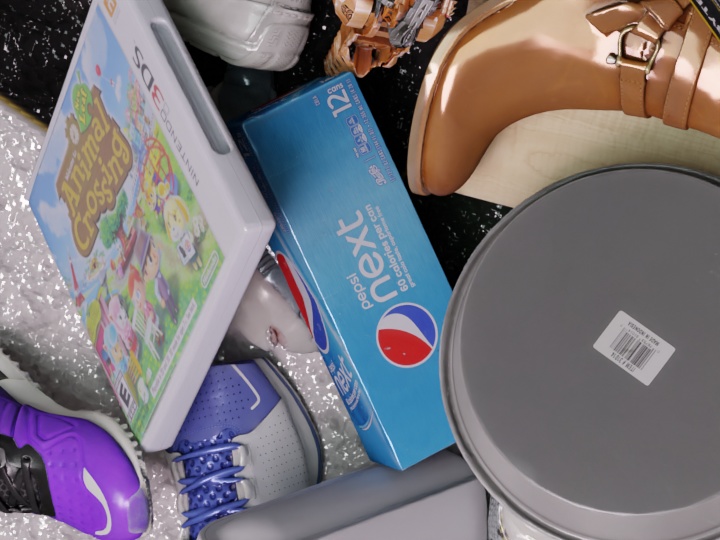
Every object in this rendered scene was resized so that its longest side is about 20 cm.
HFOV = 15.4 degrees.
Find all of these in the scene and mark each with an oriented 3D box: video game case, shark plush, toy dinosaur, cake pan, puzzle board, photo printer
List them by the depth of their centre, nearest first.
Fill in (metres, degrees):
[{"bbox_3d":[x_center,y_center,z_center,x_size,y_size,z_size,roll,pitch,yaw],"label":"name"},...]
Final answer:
[{"bbox_3d":[0.135,0.039,1.294,0.200,0.037,0.201,-2,75,9],"label":"cake pan"},{"bbox_3d":[0.014,-0.160,1.333,0.200,0.102,0.136,-32,45,42],"label":"toy dinosaur"},{"bbox_3d":[0.146,-0.092,1.376,0.200,0.017,0.151,15,104,16],"label":"puzzle board"},{"bbox_3d":[-0.017,0.193,1.384,0.069,0.200,0.167,13,108,39],"label":"photo printer"},{"bbox_3d":[-0.116,-0.033,1.392,0.182,0.022,0.200,62,147,27],"label":"video game case"},{"bbox_3d":[-0.053,-0.056,1.450,0.083,0.091,0.201,2,80,0],"label":"shark plush"}]

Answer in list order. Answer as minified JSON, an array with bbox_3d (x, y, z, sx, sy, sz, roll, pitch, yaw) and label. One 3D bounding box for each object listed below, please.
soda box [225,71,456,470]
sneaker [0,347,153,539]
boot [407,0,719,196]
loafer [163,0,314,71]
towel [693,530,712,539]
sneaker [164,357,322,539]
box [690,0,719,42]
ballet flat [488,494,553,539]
[{"bbox_3d":[0.000,0.000,1.395,0.068,0.064,0.200,-27,97,-14],"label":"soda box"},{"bbox_3d":[-0.198,0.109,1.455,0.200,0.099,0.070,26,129,43],"label":"sneaker"},{"bbox_3d":[0.120,-0.098,1.338,0.154,0.074,0.200,28,110,9],"label":"boot"},{"bbox_3d":[-0.105,-0.168,1.416,0.200,0.070,0.070,25,103,27],"label":"loafer"},{"bbox_3d":[0.242,0.203,1.332,0.192,0.035,0.201,-1,103,-15],"label":"towel"},{"bbox_3d":[-0.068,0.150,1.445,0.080,0.115,0.200,-12,96,21],"label":"sneaker"},{"bbox_3d":[0.203,-0.210,1.280,0.160,0.049,0.200,-35,86,-7],"label":"box"},{"bbox_3d":[0.107,0.091,1.365,0.072,0.072,0.201,24,108,14],"label":"ballet flat"}]
